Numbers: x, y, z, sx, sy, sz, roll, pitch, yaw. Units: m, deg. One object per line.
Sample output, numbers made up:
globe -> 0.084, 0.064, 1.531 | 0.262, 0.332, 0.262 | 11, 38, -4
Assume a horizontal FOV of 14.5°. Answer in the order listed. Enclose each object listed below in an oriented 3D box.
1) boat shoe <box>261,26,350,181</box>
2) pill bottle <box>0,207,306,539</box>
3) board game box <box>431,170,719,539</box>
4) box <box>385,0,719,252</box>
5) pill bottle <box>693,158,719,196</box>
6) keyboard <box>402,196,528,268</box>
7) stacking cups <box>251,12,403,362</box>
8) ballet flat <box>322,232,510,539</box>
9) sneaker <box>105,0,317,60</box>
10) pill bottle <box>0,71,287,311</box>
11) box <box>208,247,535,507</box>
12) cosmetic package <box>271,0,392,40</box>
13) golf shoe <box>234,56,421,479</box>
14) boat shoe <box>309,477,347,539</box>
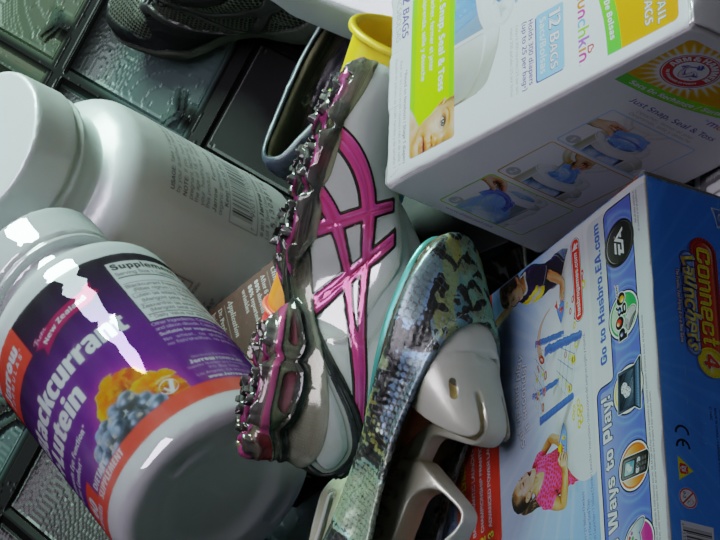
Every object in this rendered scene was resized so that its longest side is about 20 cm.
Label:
boat shoe -> 0.001, -0.139, 1.618 | 0.075, 0.062, 0.201 | 24, 87, 50
pill bottle -> -0.122, 0.056, 1.456 | 0.112, 0.111, 0.200 | -53, 50, 11
board game box -> 0.099, 0.091, 1.271 | 0.196, 0.056, 0.201 | -40, 42, 49
box -> 0.114, -0.103, 1.292 | 0.200, 0.101, 0.113 | -26, 53, 44
pill bottle -> 0.209, -0.019, 1.308 | 0.113, 0.113, 0.201 | -15, 60, 40
keyboard -> 0.085, -0.025, 1.404 | 0.199, 0.021, 0.128 | -23, 50, 36
stacking cups -> -0.008, -0.026, 1.433 | 0.060, 0.060, 0.201 | 41, 119, 48
ballet flat -> 0.033, 0.085, 1.284 | 0.074, 0.074, 0.201 | 24, 100, 48
sneaker -> -0.105, -0.180, 1.710 | 0.199, 0.114, 0.077 | 4, 71, 48
pill bottle -> -0.140, -0.032, 1.601 | 0.114, 0.200, 0.115 | -23, 54, 36
box -> 0.000, 0.029, 1.526 | 0.200, 0.075, 0.101 | -39, 47, 27
cosmetic package -> 0.060, -0.207, 1.504 | 0.199, 0.123, 0.201 | 25, 87, 25
golf shoe -> 0.000, 0.000, 1.358 | 0.073, 0.091, 0.201 | 154, 128, -81
boat shoe -> -0.004, 0.186, 1.366 | 0.062, 0.072, 0.201 | -14, 51, 46
